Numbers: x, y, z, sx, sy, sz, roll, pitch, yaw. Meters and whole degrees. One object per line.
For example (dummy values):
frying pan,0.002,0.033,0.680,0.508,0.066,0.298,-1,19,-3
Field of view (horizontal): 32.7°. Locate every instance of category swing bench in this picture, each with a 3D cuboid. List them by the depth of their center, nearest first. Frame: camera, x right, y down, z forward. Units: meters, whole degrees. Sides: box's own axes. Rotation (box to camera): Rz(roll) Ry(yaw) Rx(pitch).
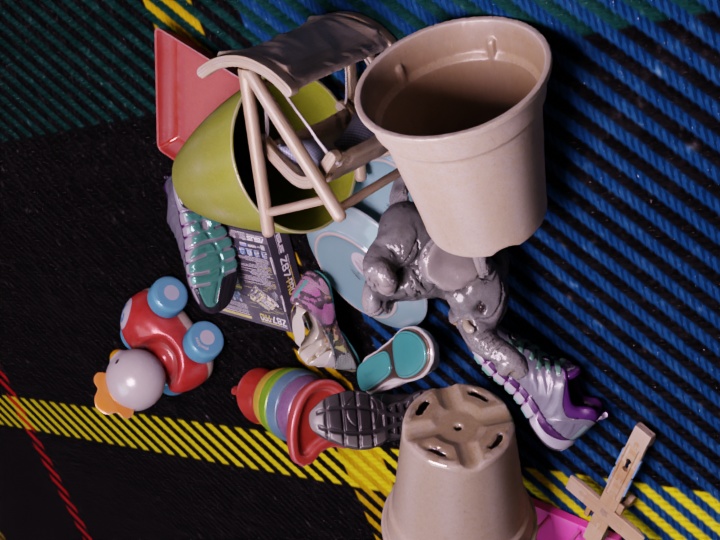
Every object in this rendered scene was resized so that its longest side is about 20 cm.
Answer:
swing bench,-0.041,-0.171,1.332,0.128,0.198,0.203,-10,106,41

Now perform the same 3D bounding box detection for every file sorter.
file sorter,0.222,0.393,1.583,0.198,0.125,0.141,18,131,37

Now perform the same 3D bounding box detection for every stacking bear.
stacking bear,-0.111,0.195,1.798,0.199,0.120,0.116,11,114,52

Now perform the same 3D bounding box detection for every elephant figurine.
elephant figurine,0.110,0.007,1.375,0.197,0.142,0.157,11,128,20

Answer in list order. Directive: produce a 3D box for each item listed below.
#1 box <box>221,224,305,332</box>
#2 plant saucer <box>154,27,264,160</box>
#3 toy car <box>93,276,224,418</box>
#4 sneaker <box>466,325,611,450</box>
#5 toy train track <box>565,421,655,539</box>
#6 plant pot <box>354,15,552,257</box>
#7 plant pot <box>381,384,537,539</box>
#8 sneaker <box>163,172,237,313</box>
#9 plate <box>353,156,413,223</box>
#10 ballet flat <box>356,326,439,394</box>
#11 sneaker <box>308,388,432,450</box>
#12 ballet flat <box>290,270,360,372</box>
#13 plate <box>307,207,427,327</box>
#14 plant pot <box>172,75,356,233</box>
box,-0.170,-0.008,1.742,0.198,0.049,0.163,12,125,41
plant saucer,-0.189,-0.201,1.618,0.198,0.037,0.202,33,140,24
toy car,-0.346,0.142,1.923,0.178,0.199,0.184,51,143,2
sneaker,0.204,0.108,1.428,0.087,0.074,0.201,-38,93,31
toy train track,0.311,0.253,1.459,0.114,0.032,0.202,40,136,28
plant pot,0.112,-0.125,1.254,0.199,0.201,0.185,18,143,36
plant pot,0.118,0.249,1.495,0.199,0.200,0.185,25,139,31
sneaker,-0.224,-0.042,1.692,0.087,0.074,0.203,-1,100,59
plate,0.042,-0.078,1.480,0.198,0.026,0.202,27,135,29
ballet flat,0.062,0.115,1.581,0.070,0.069,0.200,53,149,-1
sneaker,0.023,0.197,1.600,0.079,0.197,0.077,148,120,-66
ballet flat,-0.056,0.083,1.635,0.069,0.071,0.201,34,156,35
plate,0.000,0.000,1.548,0.199,0.026,0.201,35,151,23
plant pot,-0.135,-0.127,1.481,0.199,0.187,0.189,-8,113,49
